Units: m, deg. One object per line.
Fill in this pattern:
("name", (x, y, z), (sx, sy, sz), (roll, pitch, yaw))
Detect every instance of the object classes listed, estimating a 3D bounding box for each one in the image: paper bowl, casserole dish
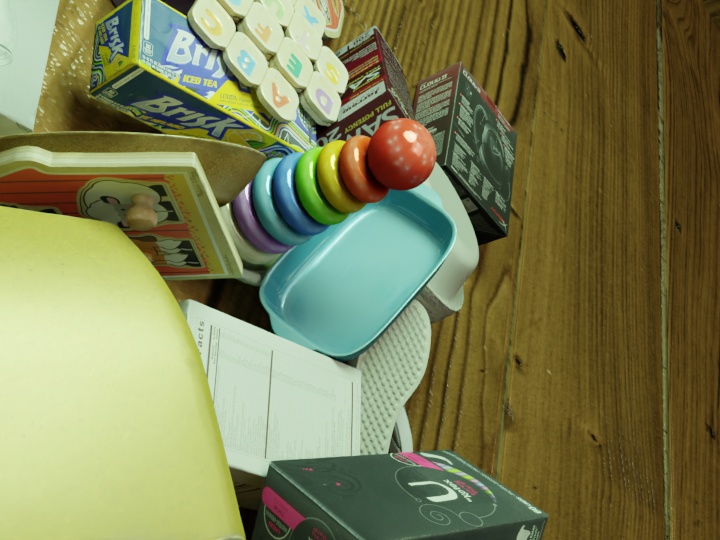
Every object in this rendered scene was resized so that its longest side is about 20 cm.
("paper bowl", (0.052, -0.045, 0.970), (0.201, 0.103, 0.202), (51, 22, -29))
("casserole dish", (0.000, 0.000, 0.819), (0.200, 0.120, 0.039), (-47, 156, -22))

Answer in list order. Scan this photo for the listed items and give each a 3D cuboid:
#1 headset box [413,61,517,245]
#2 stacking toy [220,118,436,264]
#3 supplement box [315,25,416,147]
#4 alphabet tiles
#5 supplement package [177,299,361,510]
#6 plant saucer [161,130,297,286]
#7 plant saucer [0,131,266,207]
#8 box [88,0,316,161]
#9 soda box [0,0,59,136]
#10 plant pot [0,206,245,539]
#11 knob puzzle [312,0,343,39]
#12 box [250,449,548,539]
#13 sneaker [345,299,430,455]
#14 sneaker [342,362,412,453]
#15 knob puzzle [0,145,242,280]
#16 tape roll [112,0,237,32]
("headset box", (0.132, -0.154, 1.195), (0.149, 0.076, 0.202), (42, 44, -36))
("stacking toy", (-0.027, -0.072, 0.748), (0.085, 0.198, 0.087), (26, 55, -44))
("supplement box", (-0.008, -0.164, 0.921), (0.061, 0.108, 0.201), (52, 15, -27))
("alphabet tiles", (-0.081, -0.221, 0.808), (0.200, 0.014, 0.197), (47, 33, -25))
("supplement package", (-0.101, 0.115, 0.727), (0.199, 0.108, 0.116), (29, 54, -45))
("plant saucer", (-0.115, -0.079, 0.847), (0.199, 0.050, 0.203), (27, 54, -45))
("plant saucer", (-0.165, -0.065, 0.653), (0.199, 0.198, 0.036), (2, 88, -53))
("box", (-0.124, -0.145, 0.767), (0.199, 0.064, 0.071), (23, 57, -46))
("soda box", (-0.267, -0.189, 0.675), (0.068, 0.063, 0.203), (29, 53, -43))
("plant pot", (-0.202, 0.077, 0.523), (0.193, 0.193, 0.203), (9, 61, -38))
("knob puzzle", (-0.043, -0.346, 1.013), (0.219, 0.030, 0.224), (-11, 90, -78))
("box", (0.028, 0.211, 0.694), (0.198, 0.121, 0.108), (6, 103, -44))
("sneaker", (-0.008, 0.118, 0.848), (0.075, 0.104, 0.203), (29, 70, -27))
("sneaker", (0.016, 0.106, 0.924), (0.070, 0.072, 0.203), (-15, 87, -51))
("knob puzzle", (-0.189, -0.020, 0.611), (0.218, 0.217, 0.031), (24, 58, -46))
("tape roll", (-0.153, -0.306, 0.866), (0.199, 0.084, 0.203), (28, 53, -45))
